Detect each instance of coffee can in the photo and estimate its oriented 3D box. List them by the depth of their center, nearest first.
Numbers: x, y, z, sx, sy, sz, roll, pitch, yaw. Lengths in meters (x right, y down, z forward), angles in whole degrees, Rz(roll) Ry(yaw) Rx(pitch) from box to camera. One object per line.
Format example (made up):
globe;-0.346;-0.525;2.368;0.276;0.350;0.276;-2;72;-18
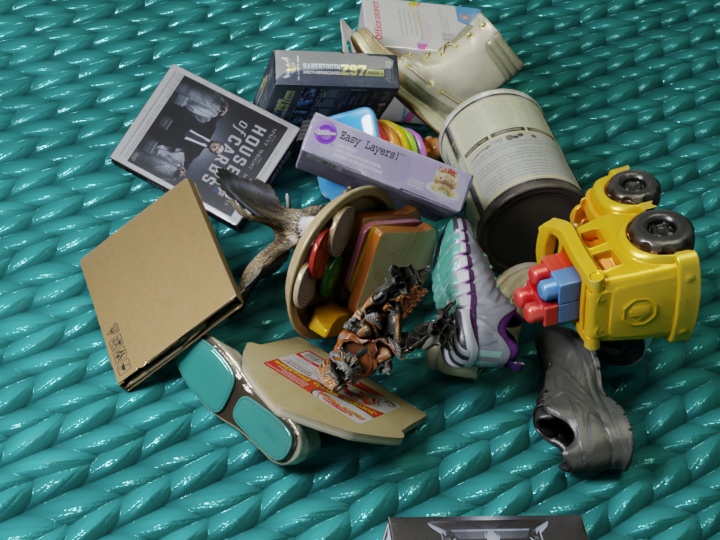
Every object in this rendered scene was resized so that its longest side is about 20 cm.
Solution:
coffee can;0.191;-0.112;1.673;0.146;0.147;0.200;-1;43;-14

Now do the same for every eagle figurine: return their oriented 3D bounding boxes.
eagle figurine;-0.092;-0.042;1.524;0.200;0.151;0.152;-12;56;-35

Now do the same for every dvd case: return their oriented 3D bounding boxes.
dvd case;-0.193;-0.155;1.669;0.200;0.025;0.151;28;78;19

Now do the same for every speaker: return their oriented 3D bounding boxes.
speaker;0.334;0.028;1.600;0.081;0.081;0.200;26;43;16

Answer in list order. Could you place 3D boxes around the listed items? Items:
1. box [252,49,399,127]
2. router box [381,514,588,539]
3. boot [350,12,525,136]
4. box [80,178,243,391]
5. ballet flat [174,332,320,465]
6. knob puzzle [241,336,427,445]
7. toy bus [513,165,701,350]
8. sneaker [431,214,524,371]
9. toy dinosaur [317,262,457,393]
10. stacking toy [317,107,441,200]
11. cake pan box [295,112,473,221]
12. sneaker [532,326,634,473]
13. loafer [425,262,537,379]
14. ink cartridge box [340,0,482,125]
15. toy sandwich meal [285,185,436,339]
box;-0.050;-0.219;1.707;0.157;0.200;0.051;-1;75;-13
router box;0.129;0.308;1.255;0.199;0.052;0.157;2;42;-11
boot;0.100;-0.283;1.746;0.200;0.155;0.072;42;4;-11
box;-0.220;0.011;1.457;0.163;0.021;0.200;-36;47;10
ballet flat;-0.119;0.134;1.402;0.200;0.068;0.062;43;22;27
knob puzzle;-0.044;0.135;1.384;0.219;0.031;0.220;23;15;-7
toy bus;0.257;-0.007;1.477;0.191;0.136;0.200;-12;39;-7
sneaker;0.131;0.029;1.477;0.087;0.074;0.200;12;51;-16
toy dinosaur;0.023;0.056;1.418;0.102;0.136;0.200;40;38;-21
stacking toy;0.042;-0.152;1.733;0.116;0.110;0.200;-8;0;44
cake pan box;0.019;-0.115;1.540;0.199;0.184;0.052;21;85;-3
sneaker;0.224;0.138;1.459;0.090;0.076;0.200;-9;42;-12
loafer;0.158;0.064;1.528;0.068;0.076;0.200;36;56;24
ink cartridge box;0.068;-0.291;1.862;0.199;0.125;0.129;5;41;-8
toy sandwich meal;0.000;0.000;1.474;0.070;0.206;0.205;28;43;29
